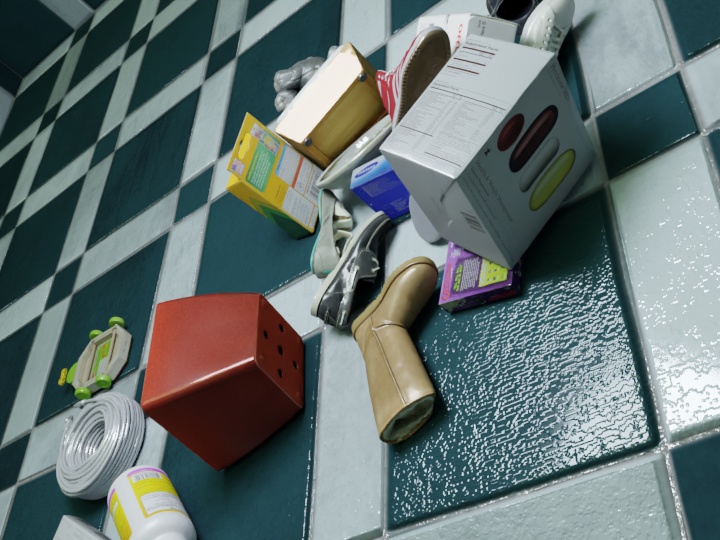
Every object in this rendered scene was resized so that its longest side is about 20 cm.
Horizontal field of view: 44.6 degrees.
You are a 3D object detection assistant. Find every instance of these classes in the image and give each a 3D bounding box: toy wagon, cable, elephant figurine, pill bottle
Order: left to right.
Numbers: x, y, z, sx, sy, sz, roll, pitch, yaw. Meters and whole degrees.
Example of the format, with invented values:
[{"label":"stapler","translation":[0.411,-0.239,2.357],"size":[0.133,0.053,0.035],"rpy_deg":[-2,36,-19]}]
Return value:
[{"label":"toy wagon","translation":[-0.550,0.191,1.818],"size":[0.198,0.039,0.157],"rpy_deg":[-30,41,30]},{"label":"cable","translation":[-0.475,0.319,1.597],"size":[0.198,0.069,0.203],"rpy_deg":[-23,46,34]},{"label":"pill bottle","translation":[-0.309,0.387,1.319],"size":[0.105,0.104,0.200],"rpy_deg":[-52,35,0]},{"label":"elephant figurine","translation":[-0.099,-0.340,1.689],"size":[0.152,0.144,0.200],"rpy_deg":[-8,8,3]}]

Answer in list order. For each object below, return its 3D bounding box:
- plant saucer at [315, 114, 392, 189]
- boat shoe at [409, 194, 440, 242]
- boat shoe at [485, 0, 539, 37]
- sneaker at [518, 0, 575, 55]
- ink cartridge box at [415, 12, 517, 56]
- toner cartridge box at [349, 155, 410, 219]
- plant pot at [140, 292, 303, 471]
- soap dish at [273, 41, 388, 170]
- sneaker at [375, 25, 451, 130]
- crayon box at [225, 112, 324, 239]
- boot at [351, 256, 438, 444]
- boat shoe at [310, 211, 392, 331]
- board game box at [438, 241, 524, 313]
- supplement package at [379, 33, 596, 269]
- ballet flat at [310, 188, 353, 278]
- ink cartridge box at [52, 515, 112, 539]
[{"label":"plant saucer","translation":[0.013,-0.191,1.467],"size":[0.199,0.050,0.200],"rpy_deg":[-39,13,10]},{"label":"boat shoe","translation":[0.117,-0.132,1.254],"size":[0.069,0.202,0.071],"rpy_deg":[-28,46,-30]},{"label":"boat shoe","translation":[0.250,-0.429,1.427],"size":[0.075,0.062,0.201],"rpy_deg":[-44,35,15]},{"label":"sneaker","translation":[0.273,-0.314,1.302],"size":[0.202,0.072,0.085],"rpy_deg":[-60,37,8]},{"label":"ink cartridge box","translation":[0.147,-0.308,1.336],"size":[0.200,0.083,0.148],"rpy_deg":[-140,58,-68]},{"label":"toner cartridge box","translation":[0.088,-0.149,1.340],"size":[0.198,0.095,0.044],"rpy_deg":[-22,44,35]},{"label":"plant pot","translation":[-0.192,0.150,1.331],"size":[0.174,0.200,0.202],"rpy_deg":[-21,44,19]},{"label":"soap dish","translation":[-0.037,-0.278,1.551],"size":[0.200,0.157,0.081],"rpy_deg":[-48,55,6]},{"label":"sneaker","translation":[0.074,-0.296,1.303],"size":[0.202,0.070,0.114],"rpy_deg":[107,153,-46]},{"label":"crayon box","translation":[-0.153,-0.163,1.531],"size":[0.051,0.199,0.127],"rpy_deg":[-18,47,44]},{"label":"boot","translation":[0.067,0.103,1.178],"size":[0.176,0.065,0.201],"rpy_deg":[-52,32,24]},{"label":"boat shoe","translation":[0.000,0.000,1.354],"size":[0.067,0.072,0.202],"rpy_deg":[26,70,17]},{"label":"board game box","translation":[0.174,-0.044,1.211],"size":[0.119,0.032,0.203],"rpy_deg":[-14,49,36]},{"label":"supplement package","translation":[0.168,-0.152,1.126],"size":[0.146,0.192,0.201],"rpy_deg":[28,76,44]},{"label":"ballet flat","translation":[-0.041,-0.064,1.452],"size":[0.062,0.068,0.202],"rpy_deg":[-5,45,10]},{"label":"ink cartridge box","translation":[-0.485,0.529,1.459],"size":[0.161,0.050,0.203],"rpy_deg":[5,72,50]}]
